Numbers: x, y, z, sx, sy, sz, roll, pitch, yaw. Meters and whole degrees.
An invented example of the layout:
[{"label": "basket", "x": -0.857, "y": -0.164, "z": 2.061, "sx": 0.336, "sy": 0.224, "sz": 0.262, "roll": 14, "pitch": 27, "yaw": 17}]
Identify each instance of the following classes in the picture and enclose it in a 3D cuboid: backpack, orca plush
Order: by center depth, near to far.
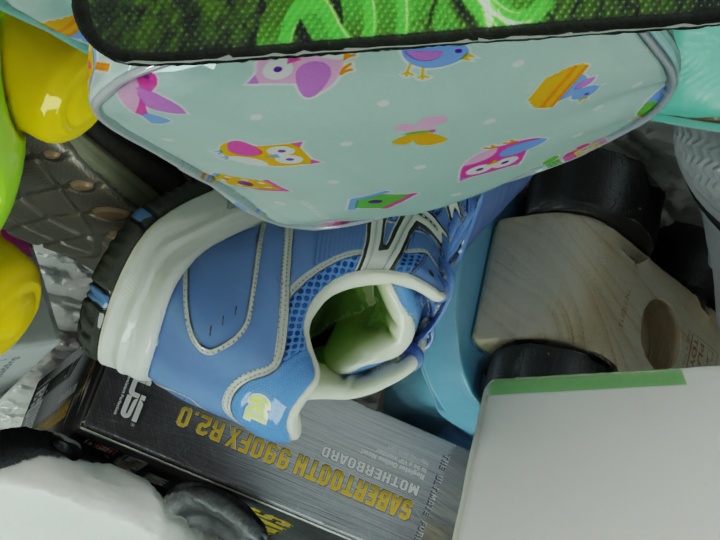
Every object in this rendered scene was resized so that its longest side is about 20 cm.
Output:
[{"label": "backpack", "x": 0.013, "y": -0.106, "z": 0.750, "sx": 0.199, "sy": 0.154, "sz": 0.176, "roll": -25, "pitch": 157, "yaw": 15}, {"label": "orca plush", "x": -0.061, "y": 0.101, "z": 1.038, "sx": 0.199, "sy": 0.071, "sz": 0.105, "roll": 22, "pitch": 121, "yaw": -23}]

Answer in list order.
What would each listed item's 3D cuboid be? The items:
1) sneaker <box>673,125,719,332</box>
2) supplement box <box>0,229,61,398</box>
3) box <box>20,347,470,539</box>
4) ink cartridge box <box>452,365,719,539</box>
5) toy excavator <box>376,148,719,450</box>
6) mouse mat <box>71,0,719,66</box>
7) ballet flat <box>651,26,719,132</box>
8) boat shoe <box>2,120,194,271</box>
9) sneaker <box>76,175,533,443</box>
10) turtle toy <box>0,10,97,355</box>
[{"label": "sneaker", "x": 0.188, "y": 0.017, "z": 0.948, "sx": 0.199, "sy": 0.075, "sz": 0.115, "roll": 33, "pitch": 152, "yaw": 31}, {"label": "supplement box", "x": -0.214, "y": 0.009, "z": 0.957, "sx": 0.199, "sy": 0.102, "sz": 0.103, "roll": -7, "pitch": 160, "yaw": -33}, {"label": "box", "x": -0.042, "y": 0.079, "z": 1.101, "sx": 0.158, "sy": 0.049, "sz": 0.200, "roll": 24, "pitch": 166, "yaw": -11}, {"label": "ink cartridge box", "x": 0.142, "y": 0.107, "z": 0.953, "sx": 0.145, "sy": 0.088, "sz": 0.200, "roll": -6, "pitch": 150, "yaw": 37}, {"label": "toy excavator", "x": 0.052, "y": 0.042, "z": 1.095, "sx": 0.199, "sy": 0.101, "sz": 0.194, "roll": -4, "pitch": 153, "yaw": 38}, {"label": "mouse mat", "x": 0.008, "y": -0.150, "z": 0.655, "sx": 0.160, "sy": 0.202, "sz": 0.008, "roll": -4, "pitch": -172, "yaw": 1}, {"label": "ballet flat", "x": 0.047, "y": -0.081, "z": 0.883, "sx": 0.199, "sy": 0.067, "sz": 0.071, "roll": 3, "pitch": 118, "yaw": 33}, {"label": "boat shoe", "x": -0.073, "y": -0.038, "z": 0.961, "sx": 0.074, "sy": 0.074, "sz": 0.200, "roll": 7, "pitch": 163, "yaw": 25}, {"label": "sneaker", "x": 0.000, "y": 0.000, "z": 0.929, "sx": 0.077, "sy": 0.200, "sz": 0.076, "roll": 35, "pitch": 130, "yaw": 22}, {"label": "turtle toy", "x": -0.150, "y": -0.065, "z": 0.826, "sx": 0.145, "sy": 0.101, "sz": 0.201, "roll": 33, "pitch": 118, "yaw": 20}]
